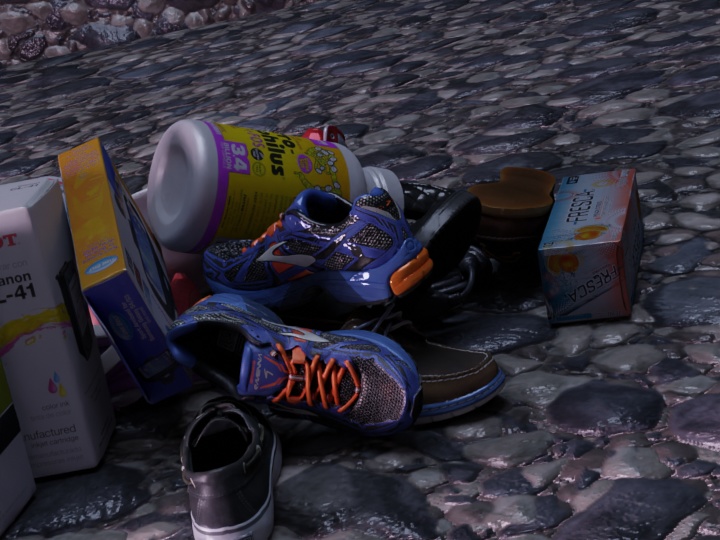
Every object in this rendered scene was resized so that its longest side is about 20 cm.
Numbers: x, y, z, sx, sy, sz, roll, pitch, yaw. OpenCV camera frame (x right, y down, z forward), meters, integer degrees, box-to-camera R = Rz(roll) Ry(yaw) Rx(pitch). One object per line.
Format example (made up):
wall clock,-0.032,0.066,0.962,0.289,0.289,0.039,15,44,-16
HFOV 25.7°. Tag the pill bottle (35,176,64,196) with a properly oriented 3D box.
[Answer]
pill bottle,-0.343,-0.011,1.531,0.107,0.110,0.200,-3,20,25

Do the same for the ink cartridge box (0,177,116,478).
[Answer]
ink cartridge box,-0.273,0.049,1.146,0.145,0.203,0.086,-10,18,5

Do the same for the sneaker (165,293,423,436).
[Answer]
sneaker,-0.050,0.071,1.081,0.198,0.076,0.078,13,11,24

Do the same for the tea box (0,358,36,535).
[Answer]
tea box,-0.350,0.099,1.051,0.197,0.199,0.134,-8,18,15

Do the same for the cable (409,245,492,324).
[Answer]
cable,0.011,0.004,1.347,0.197,0.051,0.163,-9,18,11

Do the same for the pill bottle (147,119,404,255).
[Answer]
pill bottle,-0.065,-0.058,1.281,0.198,0.106,0.104,6,6,-32

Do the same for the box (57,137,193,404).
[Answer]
box,-0.172,0.004,1.159,0.041,0.120,0.201,-25,39,0

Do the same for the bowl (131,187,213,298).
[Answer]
bowl,-0.159,-0.009,1.378,0.199,0.091,0.201,-22,-9,-4

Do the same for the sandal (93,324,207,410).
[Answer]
sandal,-0.189,0.081,1.222,0.200,0.083,0.050,-14,44,-4

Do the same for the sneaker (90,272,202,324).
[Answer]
sneaker,-0.216,0.049,1.299,0.197,0.088,0.074,-11,16,5

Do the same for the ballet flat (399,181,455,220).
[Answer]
ballet flat,0.039,-0.052,1.434,0.197,0.058,0.066,12,-12,-12

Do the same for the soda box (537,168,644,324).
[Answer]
soda box,0.191,-0.023,1.289,0.067,0.064,0.200,-6,18,16

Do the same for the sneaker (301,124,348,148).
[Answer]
sneaker,-0.046,-0.067,1.480,0.071,0.113,0.200,-24,9,24

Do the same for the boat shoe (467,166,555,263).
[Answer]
boat shoe,0.130,-0.041,1.343,0.070,0.071,0.200,15,13,15

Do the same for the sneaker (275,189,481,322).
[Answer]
sneaker,0.001,0.001,1.233,0.104,0.060,0.201,29,74,30

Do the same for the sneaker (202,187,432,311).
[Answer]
sneaker,-0.037,-0.021,1.147,0.198,0.079,0.075,-6,19,36

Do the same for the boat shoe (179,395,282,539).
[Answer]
boat shoe,-0.087,0.119,1.045,0.068,0.057,0.200,-13,18,-3

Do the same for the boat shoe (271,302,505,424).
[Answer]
boat shoe,0.007,0.063,1.128,0.198,0.073,0.072,-2,20,29
